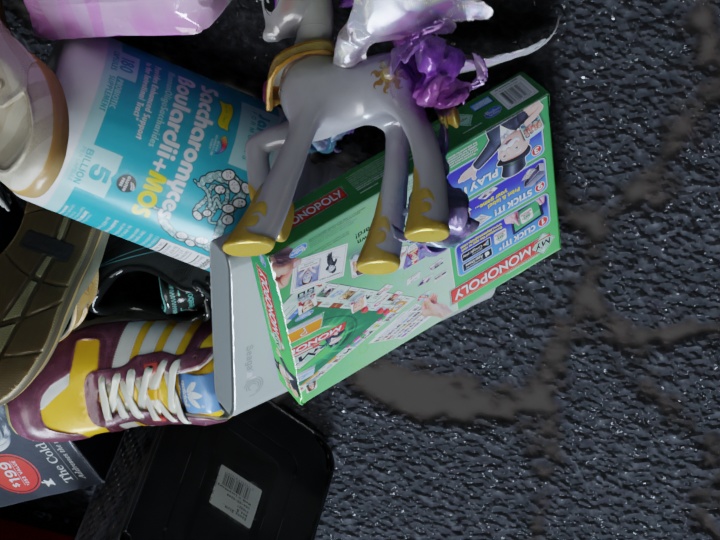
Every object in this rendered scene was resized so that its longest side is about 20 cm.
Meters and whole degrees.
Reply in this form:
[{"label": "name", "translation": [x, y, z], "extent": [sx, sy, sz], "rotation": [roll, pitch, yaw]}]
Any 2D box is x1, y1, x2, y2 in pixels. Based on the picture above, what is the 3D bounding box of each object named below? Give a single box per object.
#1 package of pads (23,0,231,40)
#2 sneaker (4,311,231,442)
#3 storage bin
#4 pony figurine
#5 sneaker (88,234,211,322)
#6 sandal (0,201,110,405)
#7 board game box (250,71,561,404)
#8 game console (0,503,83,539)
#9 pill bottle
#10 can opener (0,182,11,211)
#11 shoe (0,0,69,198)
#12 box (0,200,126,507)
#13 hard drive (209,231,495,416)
[{"label": "package of pads", "translation": [-0.151, -0.230, 1.201], "extent": [0.119, 0.076, 0.201], "rotation": [0, 131, 18]}, {"label": "sneaker", "translation": [-0.134, 0.069, 1.396], "extent": [0.199, 0.090, 0.075], "rotation": [-21, 116, -15]}, {"label": "storage bin", "translation": [-0.112, 0.179, 1.471], "extent": [0.135, 0.201, 0.094], "rotation": [35, 132, -16]}, {"label": "pony figurine", "translation": [0.012, -0.104, 1.176], "extent": [0.191, 0.202, 0.167], "rotation": [-4, 159, 10]}, {"label": "sneaker", "translation": [-0.087, 0.004, 1.392], "extent": [0.198, 0.080, 0.076], "rotation": [1, 131, 14]}, {"label": "sandal", "translation": [-0.201, 0.005, 1.368], "extent": [0.080, 0.201, 0.054], "rotation": [22, 169, 28]}, {"label": "board game box", "translation": [0.030, -0.018, 1.273], "extent": [0.029, 0.199, 0.135], "rotation": [46, 157, 37]}, {"label": "game console", "translation": [-0.305, 0.234, 1.634], "extent": [0.198, 0.119, 0.173], "rotation": [14, 133, 4]}, {"label": "pill bottle", "translation": [-0.107, -0.064, 1.305], "extent": [0.199, 0.111, 0.111], "rotation": [21, 134, -16]}, {"label": "can opener", "translation": [-0.265, -0.121, 1.360], "extent": [0.066, 0.053, 0.201], "rotation": [-34, 123, -2]}, {"label": "shoe", "translation": [-0.225, -0.115, 1.246], "extent": [0.053, 0.201, 0.070], "rotation": [11, 124, -38]}, {"label": "box", "translation": [-0.285, 0.065, 1.486], "extent": [0.181, 0.104, 0.201], "rotation": [-15, 125, 28]}, {"label": "hard drive", "translation": [0.000, 0.000, 1.308], "extent": [0.026, 0.199, 0.133], "rotation": [45, 148, 37]}]
